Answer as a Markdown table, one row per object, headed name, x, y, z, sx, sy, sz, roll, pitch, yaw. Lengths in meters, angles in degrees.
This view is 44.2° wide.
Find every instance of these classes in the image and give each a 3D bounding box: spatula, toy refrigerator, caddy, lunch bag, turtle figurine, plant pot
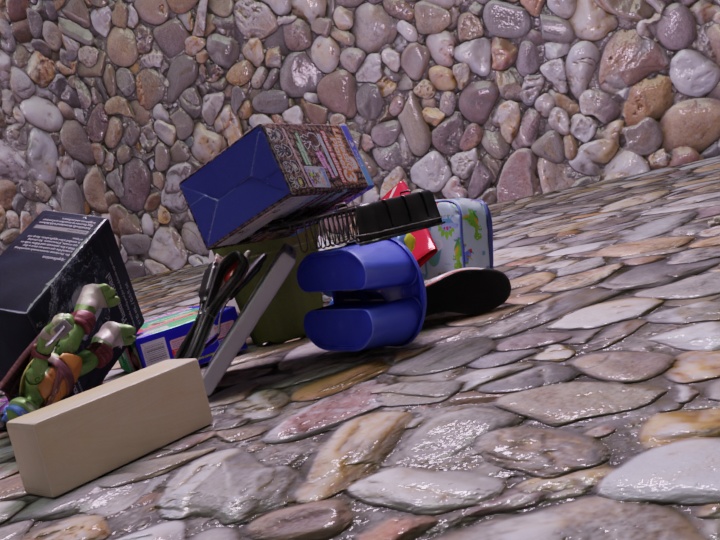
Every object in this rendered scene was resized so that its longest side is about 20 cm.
| name | x | y | z | sx | sy | sz | roll | pitch | yaw |
| --- | --- | --- | --- | --- | --- | --- | --- | --- | --- |
| spatula | -0.187 | 0.054 | 1.240 | 0.201 | 0.020 | 0.057 | -60 | 5 | -20 |
| toy refrigerator | -0.260 | 0.160 | 0.932 | 0.070 | 0.077 | 0.199 | -7 | 10 | 44 |
| caddy | 0.005 | 0.033 | 1.156 | 0.104 | 0.143 | 0.199 | -10 | 4 | -36 |
| lunch bag | 0.119 | -0.028 | 1.388 | 0.082 | 0.163 | 0.199 | -4 | 0 | -36 |
| turtle figurine | -0.323 | 0.112 | 1.066 | 0.199 | 0.144 | 0.195 | -34 | 22 | 36 |
| plant pot | -0.138 | 0.013 | 1.429 | 0.198 | 0.192 | 0.200 | -12 | 6 | 1 |

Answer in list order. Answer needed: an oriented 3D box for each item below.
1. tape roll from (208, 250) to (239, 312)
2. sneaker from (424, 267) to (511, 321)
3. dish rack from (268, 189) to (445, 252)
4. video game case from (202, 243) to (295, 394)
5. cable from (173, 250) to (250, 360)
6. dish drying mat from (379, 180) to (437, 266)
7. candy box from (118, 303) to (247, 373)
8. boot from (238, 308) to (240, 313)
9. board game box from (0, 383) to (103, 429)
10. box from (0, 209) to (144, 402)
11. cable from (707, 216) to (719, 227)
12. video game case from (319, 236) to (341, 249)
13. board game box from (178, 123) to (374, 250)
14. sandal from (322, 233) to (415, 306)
| name | x | y | z | sx | sy | sz | roll | pitch | yaw |
| --- | --- | --- | --- | --- | --- | --- | --- | --- | --- |
| tape roll | -0.187 | -0.019 | 1.763 | 0.200 | 0.205 | 0.139 | -12 | 7 | 11 |
| sneaker | 0.110 | 0.034 | 1.274 | 0.199 | 0.068 | 0.108 | -16 | 9 | -1 |
| dish rack | -0.012 | -0.059 | 1.118 | 0.199 | 0.055 | 0.153 | -9 | 4 | 41 |
| video game case | -0.147 | 0.058 | 1.178 | 0.201 | 0.022 | 0.182 | -57 | 6 | 2 |
| cable | -0.190 | 0.053 | 1.180 | 0.097 | 0.202 | 0.050 | -20 | -43 | 38 |
| dish drying mat | 0.062 | -0.063 | 1.338 | 0.077 | 0.018 | 0.201 | -41 | 32 | 16 |
| candy box | -0.296 | 0.111 | 1.425 | 0.168 | 0.078 | 0.200 | -18 | 6 | -26 |
| boot | -0.192 | 0.025 | 1.589 | 0.072 | 0.157 | 0.200 | -14 | 6 | -10 |
| board game box | -0.480 | 0.198 | 1.284 | 0.198 | 0.033 | 0.120 | -14 | 11 | -6 |
| box | -0.414 | 0.058 | 1.217 | 0.116 | 0.198 | 0.201 | 7 | 42 | 19 |
| cable | 0.614 | -0.082 | 1.282 | 0.198 | 0.051 | 0.097 | -15 | 7 | -5 |
| video game case | -0.014 | -0.012 | 1.654 | 0.181 | 0.022 | 0.200 | 27 | 7 | -2 |
| board game box | -0.107 | -0.113 | 1.168 | 0.159 | 0.098 | 0.199 | -29 | -8 | 30 |
| sandal | 0.000 | 0.000 | 1.257 | 0.200 | 0.087 | 0.080 | -42 | 10 | 38 |
